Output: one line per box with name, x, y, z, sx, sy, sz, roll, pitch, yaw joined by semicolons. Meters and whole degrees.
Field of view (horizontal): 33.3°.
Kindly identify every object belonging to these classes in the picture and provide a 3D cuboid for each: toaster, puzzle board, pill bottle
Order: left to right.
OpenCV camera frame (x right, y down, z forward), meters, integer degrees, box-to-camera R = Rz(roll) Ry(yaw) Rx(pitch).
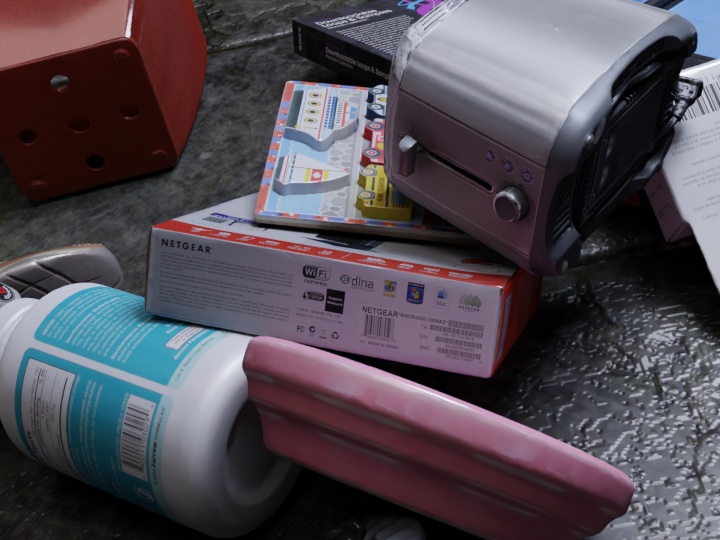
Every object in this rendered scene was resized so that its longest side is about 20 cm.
pill bottle;-0.132;0.071;0.696;0.198;0.112;0.111;15;45;32
puzzle board;0.017;-0.076;0.764;0.148;0.018;0.201;6;30;-1
toaster;0.101;-0.095;0.678;0.128;0.115;0.200;27;46;24

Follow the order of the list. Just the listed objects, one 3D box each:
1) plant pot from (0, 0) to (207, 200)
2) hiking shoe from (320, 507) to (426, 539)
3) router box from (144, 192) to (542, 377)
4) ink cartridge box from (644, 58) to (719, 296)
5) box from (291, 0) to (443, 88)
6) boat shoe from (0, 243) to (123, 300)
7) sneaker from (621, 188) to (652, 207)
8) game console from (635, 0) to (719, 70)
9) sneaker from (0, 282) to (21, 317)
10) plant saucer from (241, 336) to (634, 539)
plant pot;-0.235;-0.177;0.995;0.196;0.202;0.178;-14;50;0
hiking shoe;-0.036;0.190;0.538;0.198;0.102;0.076;-31;6;26
router box;0.000;0.000;0.708;0.196;0.050;0.179;9;13;14
ink cartridge box;0.283;-0.057;0.751;0.197;0.045;0.179;-18;75;-8
box;0.055;-0.182;0.997;0.141;0.037;0.199;-19;36;-33
boat shoe;-0.262;0.026;0.829;0.197;0.077;0.072;-22;36;-13
sneaker;0.162;-0.086;0.834;0.197;0.072;0.099;-11;39;6
game console;0.235;-0.224;0.865;0.199;0.120;0.171;-33;39;-28
sneaker;-0.258;0.012;0.737;0.087;0.202;0.074;-22;42;-12
plant saucer;0.031;0.090;0.583;0.198;0.200;0.052;15;80;32
